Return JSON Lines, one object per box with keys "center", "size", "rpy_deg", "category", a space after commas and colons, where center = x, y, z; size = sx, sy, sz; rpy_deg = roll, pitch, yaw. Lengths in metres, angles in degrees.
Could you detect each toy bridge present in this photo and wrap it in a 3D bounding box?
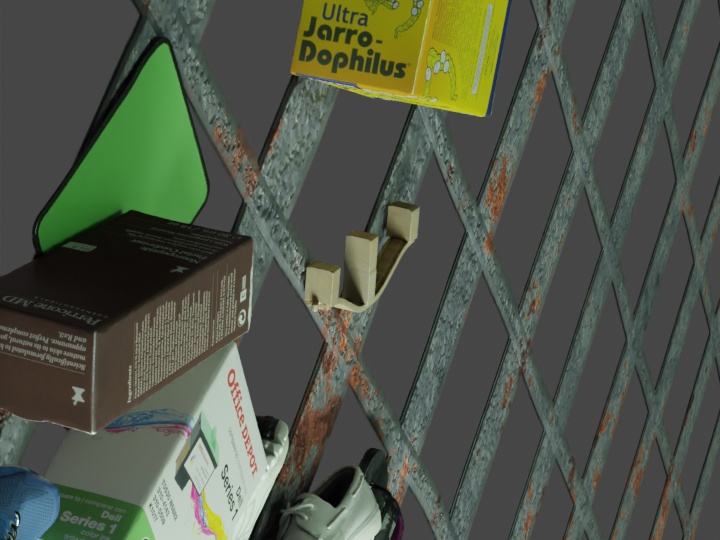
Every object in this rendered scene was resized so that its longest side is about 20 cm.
{"center": [0.000, 0.000, 1.874], "size": [0.200, 0.027, 0.067], "rpy_deg": [-39, 137, -59], "category": "toy bridge"}

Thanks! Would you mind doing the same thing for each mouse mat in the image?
{"center": [-0.159, -0.041, 1.464], "size": [0.161, 0.008, 0.200], "rpy_deg": [78, 30, -46], "category": "mouse mat"}

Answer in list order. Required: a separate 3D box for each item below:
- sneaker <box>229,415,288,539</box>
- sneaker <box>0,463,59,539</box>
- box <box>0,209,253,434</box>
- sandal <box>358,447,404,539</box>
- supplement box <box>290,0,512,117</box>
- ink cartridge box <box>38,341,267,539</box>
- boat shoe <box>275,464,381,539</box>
{"center": [-0.115, 0.192, 1.608], "size": [0.200, 0.075, 0.081], "rpy_deg": [-55, 144, -32], "category": "sneaker"}
{"center": [-0.230, 0.181, 1.280], "size": [0.200, 0.089, 0.079], "rpy_deg": [-42, 140, -58], "category": "sneaker"}
{"center": [-0.158, 0.028, 1.362], "size": [0.200, 0.100, 0.075], "rpy_deg": [-37, 135, -58], "category": "box"}
{"center": [0.013, 0.262, 2.019], "size": [0.075, 0.048, 0.201], "rpy_deg": [-27, 126, -64], "category": "sandal"}
{"center": [0.037, -0.193, 1.751], "size": [0.200, 0.109, 0.110], "rpy_deg": [5, 96, -69], "category": "supplement box"}
{"center": [-0.148, 0.156, 1.488], "size": [0.145, 0.084, 0.200], "rpy_deg": [79, 29, -45], "category": "ink cartridge box"}
{"center": [-0.040, 0.223, 1.842], "size": [0.200, 0.072, 0.069], "rpy_deg": [-31, 108, -55], "category": "boat shoe"}
